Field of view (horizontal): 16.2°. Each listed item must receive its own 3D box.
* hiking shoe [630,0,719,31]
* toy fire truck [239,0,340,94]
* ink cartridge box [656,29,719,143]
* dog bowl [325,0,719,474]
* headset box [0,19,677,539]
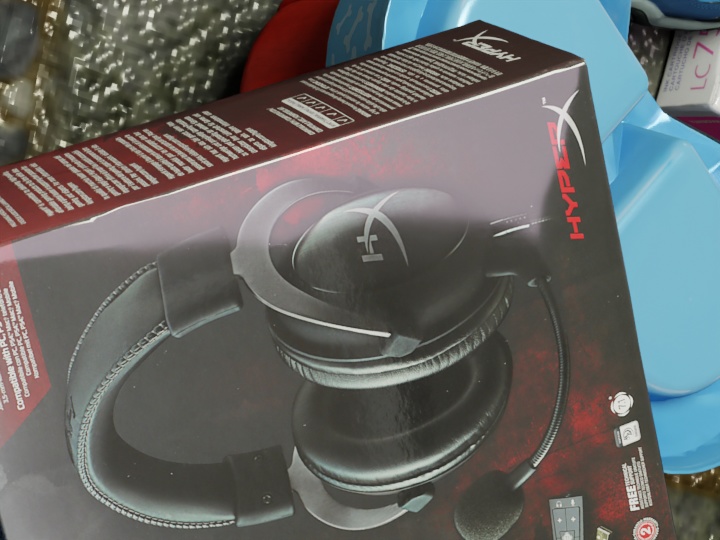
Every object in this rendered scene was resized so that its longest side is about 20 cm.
[{"bbox_3d":[0.095,-0.134,0.889,0.199,0.087,0.075,14,84,-25],"label":"hiking shoe"},{"bbox_3d":[0.000,0.000,0.831,0.200,0.128,0.177,-37,111,-41],"label":"toy fire truck"},{"bbox_3d":[0.212,-0.083,1.021,0.199,0.042,0.120,23,78,-31],"label":"ink cartridge box"},{"bbox_3d":[0.064,-0.028,0.783,0.112,0.049,0.200,-47,115,-25],"label":"dog bowl"},{"bbox_3d":[-0.029,0.034,0.678,0.199,0.077,0.149,-18,108,-17],"label":"headset box"}]
